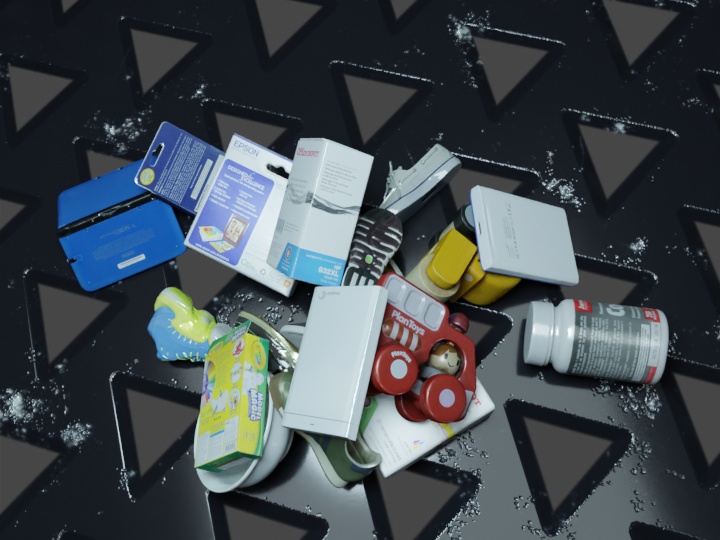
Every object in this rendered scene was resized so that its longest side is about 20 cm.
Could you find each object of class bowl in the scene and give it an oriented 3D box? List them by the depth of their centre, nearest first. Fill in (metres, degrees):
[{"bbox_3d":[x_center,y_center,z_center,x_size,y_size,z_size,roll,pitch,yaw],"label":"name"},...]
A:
[{"bbox_3d":[-0.164,0.242,1.183,0.200,0.090,0.204,-28,50,38],"label":"bowl"}]

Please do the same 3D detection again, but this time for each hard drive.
[{"bbox_3d":[-0.036,0.120,1.052,0.131,0.027,0.203,-2,68,44],"label":"hard drive"},{"bbox_3d":[0.259,-0.051,1.218,0.197,0.025,0.134,9,65,-35],"label":"hard drive"}]

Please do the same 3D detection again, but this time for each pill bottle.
[{"bbox_3d":[0.356,0.105,1.185,0.196,0.114,0.116,7,74,7],"label":"pill bottle"}]

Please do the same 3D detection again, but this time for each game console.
[{"bbox_3d":[-0.418,-0.085,1.361,0.197,0.118,0.173,-22,104,-1],"label":"game console"}]

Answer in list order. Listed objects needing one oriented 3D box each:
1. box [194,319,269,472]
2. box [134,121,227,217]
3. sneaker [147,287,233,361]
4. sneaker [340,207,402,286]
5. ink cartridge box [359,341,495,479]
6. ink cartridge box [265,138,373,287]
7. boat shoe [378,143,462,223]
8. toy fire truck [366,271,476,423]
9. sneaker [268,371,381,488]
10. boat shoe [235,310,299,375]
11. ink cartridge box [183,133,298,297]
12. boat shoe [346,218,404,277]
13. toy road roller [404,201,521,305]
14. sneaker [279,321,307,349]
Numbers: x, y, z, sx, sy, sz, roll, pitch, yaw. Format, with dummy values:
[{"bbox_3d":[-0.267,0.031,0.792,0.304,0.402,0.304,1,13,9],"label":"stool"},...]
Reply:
[{"bbox_3d":[-0.187,0.182,1.135,0.117,0.048,0.203,-28,52,40],"label":"box"},{"bbox_3d":[-0.270,-0.153,1.314,0.198,0.032,0.123,28,76,-19],"label":"box"},{"bbox_3d":[-0.268,0.123,1.269,0.199,0.076,0.106,39,99,14],"label":"sneaker"},{"bbox_3d":[0.000,0.000,1.205,0.075,0.116,0.202,26,50,-2],"label":"sneaker"},{"bbox_3d":[0.088,0.204,1.195,0.198,0.084,0.146,-30,74,-4],"label":"ink cartridge box"},{"bbox_3d":[-0.064,-0.089,1.166,0.082,0.145,0.203,14,94,-22],"label":"ink cartridge box"},{"bbox_3d":[0.073,-0.146,1.305,0.201,0.075,0.086,-42,75,-10],"label":"boat shoe"},{"bbox_3d":[0.086,0.117,1.099,0.198,0.112,0.170,30,72,-14],"label":"toy fire truck"},{"bbox_3d":[-0.043,0.219,1.119,0.089,0.067,0.202,-26,104,30],"label":"sneaker"},{"bbox_3d":[-0.131,0.145,1.240,0.200,0.072,0.066,38,75,10],"label":"boat shoe"},{"bbox_3d":[-0.160,-0.090,1.272,0.195,0.047,0.203,26,88,5],"label":"ink cartridge box"},{"bbox_3d":[0.003,-0.032,1.280,0.071,0.070,0.201,-37,74,-6],"label":"boat shoe"},{"bbox_3d":[0.165,0.006,1.210,0.145,0.123,0.201,40,55,-1],"label":"toy road roller"},{"bbox_3d":[-0.029,0.090,1.255,0.197,0.071,0.100,5,52,21],"label":"sneaker"}]
